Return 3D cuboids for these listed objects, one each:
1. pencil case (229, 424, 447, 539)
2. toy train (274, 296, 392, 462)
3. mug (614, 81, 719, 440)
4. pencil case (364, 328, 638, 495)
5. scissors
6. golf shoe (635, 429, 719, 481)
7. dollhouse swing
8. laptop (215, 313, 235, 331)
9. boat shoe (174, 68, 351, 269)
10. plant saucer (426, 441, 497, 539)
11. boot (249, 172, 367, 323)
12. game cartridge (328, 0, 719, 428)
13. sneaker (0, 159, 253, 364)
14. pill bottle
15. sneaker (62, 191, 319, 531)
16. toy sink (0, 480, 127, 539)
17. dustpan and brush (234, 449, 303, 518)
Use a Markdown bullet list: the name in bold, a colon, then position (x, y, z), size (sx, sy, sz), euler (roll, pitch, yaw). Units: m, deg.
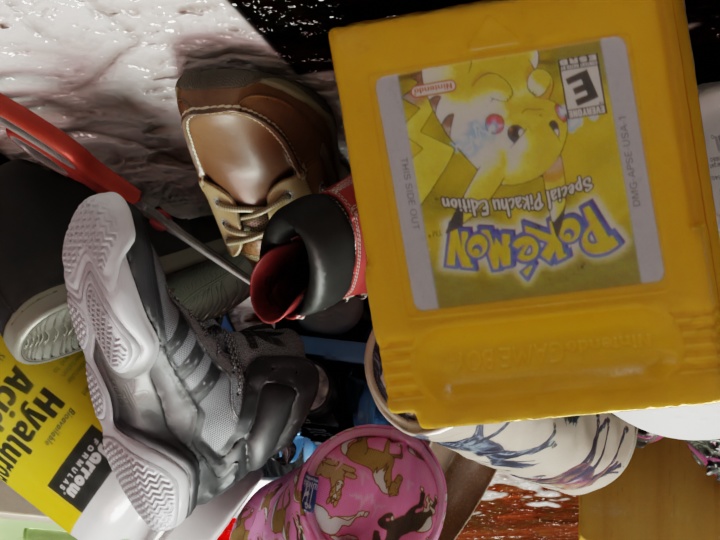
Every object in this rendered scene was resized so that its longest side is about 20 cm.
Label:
- **pencil case**: position (-0.015, 0.141, 1.406), size (0.086, 0.083, 0.200), euler (-17, 172, -17)
- **toy train**: position (-0.008, 0.060, 1.518), size (0.086, 0.115, 0.200), euler (4, 168, 14)
- **mug**: position (0.153, -0.015, 1.283), size (0.199, 0.148, 0.176), euler (3, 155, -2)
- **pencil case**: position (0.079, 0.062, 1.374), size (0.077, 0.090, 0.200), euler (-11, 161, 28)
- **scissors**: position (-0.116, -0.034, 1.337), size (0.200, 0.014, 0.073), euler (33, 168, 13)
- **golf shoe**: position (0.218, 0.074, 1.511), size (0.199, 0.092, 0.073), euler (24, 150, 15)
- **dollhouse swing**: position (0.219, 0.131, 1.605), size (0.199, 0.177, 0.182), euler (2, 159, 2)
- **laptop**: position (-0.177, 0.079, 1.633), size (0.186, 0.200, 0.116), euler (0, 125, 8)
- **boat shoe**: position (-0.044, -0.041, 1.349), size (0.075, 0.074, 0.200), euler (-3, 158, 17)
- **plant saucer**: position (0.060, 0.081, 1.508), size (0.034, 0.201, 0.200), euler (23, 164, 17)
- **boot**: position (0.000, 0.000, 1.346), size (0.144, 0.072, 0.200), euler (-35, 158, -18)
- **game cartridge**: position (0.080, -0.029, 1.205), size (0.175, 0.201, 0.032), euler (-7, -176, 25)
- **sneaker**: position (-0.134, -0.023, 1.437), size (0.199, 0.106, 0.075), euler (-14, 150, -40)
- **pill bottle**: position (-0.157, 0.087, 1.459), size (0.200, 0.111, 0.111), euler (37, 156, 2)
- **sneaker**: position (-0.088, 0.036, 1.357), size (0.113, 0.075, 0.201), euler (-21, 122, -20)
- **toy sink**: position (-0.208, 0.162, 1.843), size (0.130, 0.113, 0.200), euler (7, 159, -6)
- **dustpan and brush**: position (-0.082, 0.122, 1.590), size (0.139, 0.200, 0.058), euler (21, 124, 26)
